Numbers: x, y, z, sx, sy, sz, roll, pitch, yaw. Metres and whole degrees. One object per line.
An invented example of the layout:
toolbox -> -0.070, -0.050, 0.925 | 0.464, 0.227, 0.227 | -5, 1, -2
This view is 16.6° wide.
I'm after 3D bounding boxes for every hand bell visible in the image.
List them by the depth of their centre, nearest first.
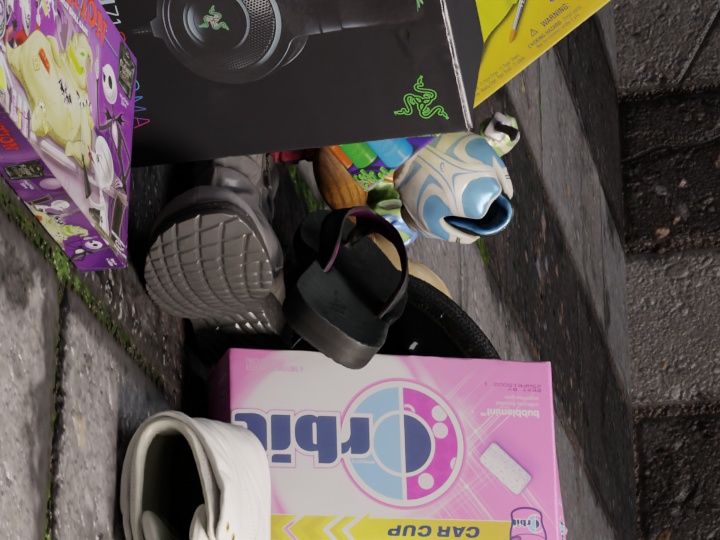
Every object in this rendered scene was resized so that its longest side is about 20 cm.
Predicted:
hand bell -> -0.003, -0.026, 1.539 | 0.200, 0.104, 0.104 | 77, 13, -52

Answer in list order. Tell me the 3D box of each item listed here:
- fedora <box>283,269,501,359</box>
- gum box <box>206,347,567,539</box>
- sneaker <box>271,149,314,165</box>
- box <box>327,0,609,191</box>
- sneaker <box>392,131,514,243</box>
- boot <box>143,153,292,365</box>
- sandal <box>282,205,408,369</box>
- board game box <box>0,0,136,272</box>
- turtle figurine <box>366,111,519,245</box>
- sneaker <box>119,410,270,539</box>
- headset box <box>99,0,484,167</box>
fedora -> 0.000, 0.097, 1.483 | 0.092, 0.200, 0.201 | 125, -30, -59
gum box -> 0.017, 0.110, 1.382 | 0.066, 0.199, 0.114 | 129, -39, -67
sneaker -> -0.030, -0.140, 1.568 | 0.200, 0.080, 0.075 | -72, 152, -60
box -> 0.025, -0.190, 1.405 | 0.193, 0.200, 0.122 | 49, 21, -8
sneaker -> 0.066, -0.043, 1.564 | 0.072, 0.072, 0.200 | 44, 2, 11
boot -> -0.080, -0.038, 1.358 | 0.200, 0.070, 0.132 | 83, 3, -68
sandal -> 0.001, 0.001, 1.395 | 0.048, 0.075, 0.200 | -53, -171, 15
board game box -> -0.148, -0.094, 1.139 | 0.200, 0.032, 0.120 | 60, 23, -62
turtle figurine -> 0.036, -0.128, 1.716 | 0.200, 0.143, 0.194 | 75, 10, -56
sneaker -> -0.080, 0.170, 1.249 | 0.116, 0.073, 0.201 | 34, 43, -71
headset box -> -0.037, -0.156, 1.265 | 0.093, 0.199, 0.174 | -79, 160, -54
